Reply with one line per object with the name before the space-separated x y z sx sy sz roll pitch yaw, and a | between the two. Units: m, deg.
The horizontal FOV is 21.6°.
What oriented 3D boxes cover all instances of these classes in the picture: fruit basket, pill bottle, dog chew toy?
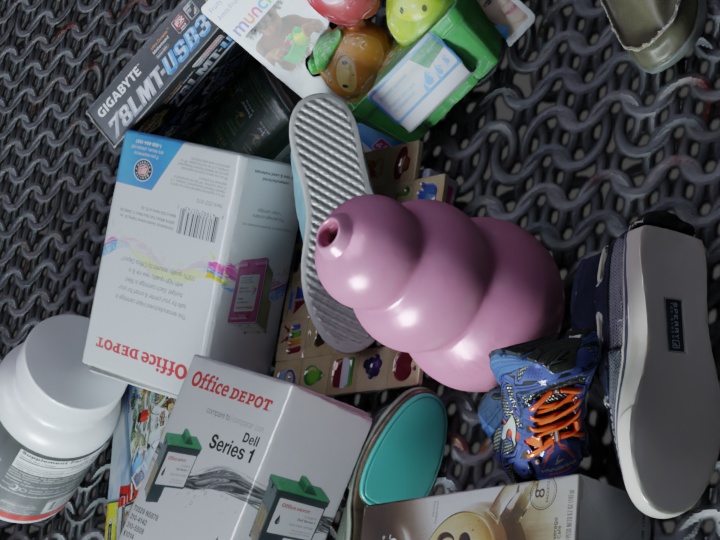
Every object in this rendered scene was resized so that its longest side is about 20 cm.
fruit basket | 0.005 -0.197 1.469 0.185 0.200 0.094 -43 22 25
pill bottle | -0.277 0.129 1.658 0.200 0.115 0.117 127 145 -47
dog chew toy | 0.050 0.008 1.310 0.124 0.199 0.125 -25 54 39

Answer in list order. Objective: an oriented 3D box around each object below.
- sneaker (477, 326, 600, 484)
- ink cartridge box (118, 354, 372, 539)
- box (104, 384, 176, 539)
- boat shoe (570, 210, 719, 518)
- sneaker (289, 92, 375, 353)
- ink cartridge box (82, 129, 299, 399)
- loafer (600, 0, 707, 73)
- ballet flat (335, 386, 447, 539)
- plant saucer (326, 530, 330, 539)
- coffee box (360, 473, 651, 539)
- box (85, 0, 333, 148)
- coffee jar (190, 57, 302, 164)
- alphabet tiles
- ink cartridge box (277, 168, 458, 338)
sneaker | 0.125 0.094 1.232 0.075 0.200 0.079 -16 69 -5
ink cartridge box | -0.093 0.173 1.380 0.146 0.084 0.201 10 77 53
box | -0.159 0.150 1.613 0.136 0.038 0.201 -24 54 41
boat shoe | 0.182 0.069 1.241 0.093 0.074 0.202 147 133 -60
sneaker | -0.013 -0.032 1.457 0.073 0.082 0.202 -5 79 3
ink cartridge box | -0.136 -0.001 1.539 0.144 0.084 0.202 14 93 40
loafer | 0.191 -0.226 1.371 0.075 0.069 0.201 -40 45 29
ballet flat | 0.008 0.180 1.381 0.064 0.067 0.201 -5 66 61
plant saucer | -0.084 0.219 1.442 0.199 0.036 0.201 -30 46 37
coffee box | 0.090 0.209 1.254 0.199 0.080 0.114 -16 60 44
box | -0.113 -0.189 1.616 0.200 0.198 0.050 -47 74 23
coffee jar | -0.109 -0.083 1.635 0.200 0.085 0.105 -45 58 24
alphabet tiles | 0.000 0.000 1.471 0.167 0.008 0.202 -10 64 46
ink cartridge box | -0.011 -0.010 1.524 0.199 0.042 0.120 -9 64 49
